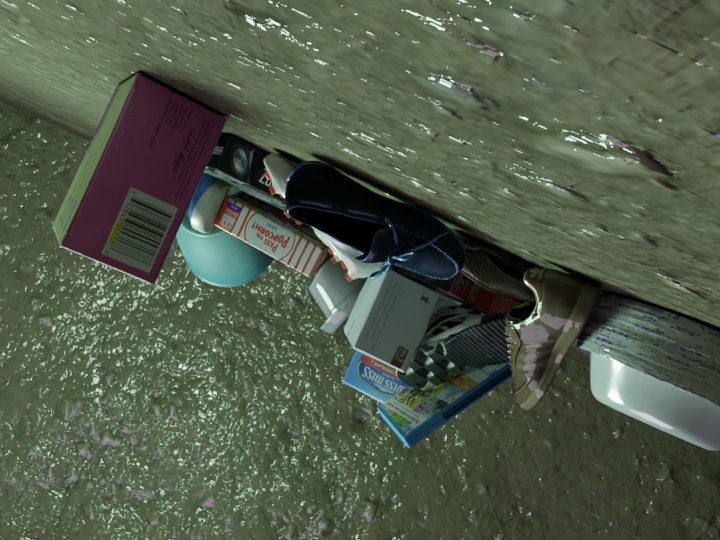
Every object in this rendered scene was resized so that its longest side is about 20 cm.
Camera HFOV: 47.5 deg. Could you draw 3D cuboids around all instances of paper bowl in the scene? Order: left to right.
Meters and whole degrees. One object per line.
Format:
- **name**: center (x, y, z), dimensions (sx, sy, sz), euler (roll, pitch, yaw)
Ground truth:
- **paper bowl**: center (0.316, 0.109, 0.830), dimensions (0.199, 0.105, 0.201), euler (23, 179, 0)

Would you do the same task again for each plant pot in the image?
- **plant pot**: center (-0.266, -0.094, 1.554), dimensions (0.198, 0.201, 0.188), euler (23, 163, 12)

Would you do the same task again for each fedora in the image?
- **fedora**: center (0.000, 0.000, 1.198), dimensions (0.090, 0.200, 0.177), euler (49, 170, 4)

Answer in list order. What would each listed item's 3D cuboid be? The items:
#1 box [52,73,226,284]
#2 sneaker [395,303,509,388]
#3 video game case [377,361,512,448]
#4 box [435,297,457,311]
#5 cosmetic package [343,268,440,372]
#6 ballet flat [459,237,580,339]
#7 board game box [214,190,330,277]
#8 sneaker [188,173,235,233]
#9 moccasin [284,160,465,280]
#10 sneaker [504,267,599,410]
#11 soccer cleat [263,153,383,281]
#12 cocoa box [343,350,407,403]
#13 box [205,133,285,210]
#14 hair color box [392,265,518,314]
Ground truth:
- **box**: center (-0.237, -0.097, 0.855), dimensions (0.096, 0.177, 0.200), euler (25, 178, -24)
- **sneaker**: center (0.126, 0.069, 0.969), dimensions (0.199, 0.089, 0.074), euler (-23, 127, 38)
- **video game case**: center (0.120, 0.135, 1.001), dimensions (0.018, 0.199, 0.143), euler (58, 173, -10)
- **box**: center (0.131, 0.036, 1.285), dimensions (0.123, 0.098, 0.200), euler (25, 179, -11)
- **cosmetic package**: center (0.034, 0.054, 1.008), dimensions (0.073, 0.103, 0.200), euler (25, 178, -3)
- **ballet flat**: center (0.172, 0.009, 0.892), dimensions (0.199, 0.047, 0.067), euler (30, -160, -8)
- **board game box**: center (-0.106, -0.067, 1.178), dimensions (0.150, 0.047, 0.200), euler (29, -165, 3)
- **sneaker**: center (-0.234, -0.122, 1.122), dimensions (0.110, 0.077, 0.200), euler (24, -154, -7)
- **moccasin**: center (0.011, -0.032, 0.817), dimensions (0.198, 0.069, 0.081), euler (23, 137, -9)
- **sneaker**: center (0.186, 0.068, 0.865), dimensions (0.075, 0.071, 0.201), euler (29, 139, 14)
- **soccer cleat**: center (-0.033, -0.071, 0.932), dimensions (0.200, 0.077, 0.070), euler (47, -169, -34)
- **cocoa box**: center (0.081, 0.137, 1.200), dimensions (0.132, 0.132, 0.200), euler (25, 178, 19)
- **box**: center (-0.112, -0.110, 1.026), dimensions (0.199, 0.044, 0.160), euler (25, 178, -29)
- **hair color box**: center (0.125, 0.007, 1.037), dimensions (0.110, 0.065, 0.199), euler (23, 179, 36)
